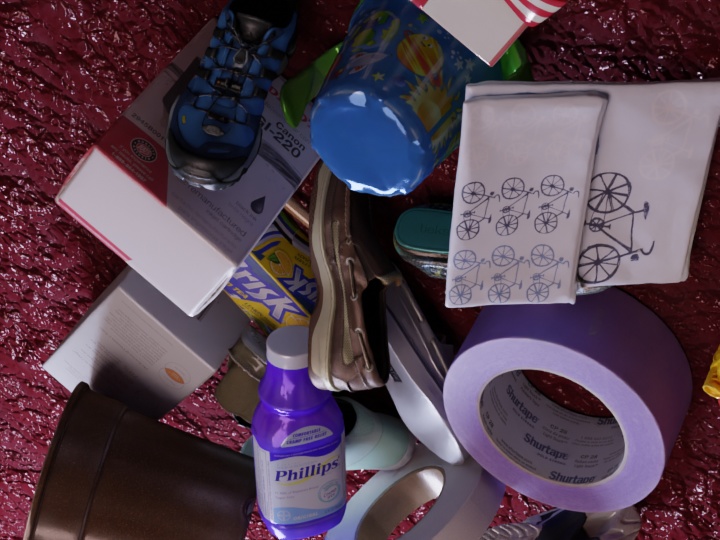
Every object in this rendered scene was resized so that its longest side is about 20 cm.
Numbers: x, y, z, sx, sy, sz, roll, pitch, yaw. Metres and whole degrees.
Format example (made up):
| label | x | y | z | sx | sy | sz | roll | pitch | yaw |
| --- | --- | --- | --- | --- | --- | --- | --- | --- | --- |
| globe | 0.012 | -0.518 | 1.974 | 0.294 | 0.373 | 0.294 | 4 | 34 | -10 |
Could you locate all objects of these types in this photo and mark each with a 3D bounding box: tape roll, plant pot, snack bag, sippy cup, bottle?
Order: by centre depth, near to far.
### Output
| label | x | y | z | sx | sy | sz | roll | pitch | yaw |
| --- | --- | --- | --- | --- | --- | --- | --- | --- | --- |
| snack bag | 0.162 | -0.053 | 1.061 | 0.197 | 0.022 | 0.190 | -2 | 128 | -8 |
| sippy cup | 0.029 | -0.128 | 1.086 | 0.139 | 0.131 | 0.178 | 41 | 138 | -9 |
| tape roll | 0.176 | 0.106 | 1.247 | 0.198 | 0.085 | 0.202 | 19 | 138 | 18 |
| bottle | -0.055 | 0.144 | 1.303 | 0.065 | 0.082 | 0.202 | -125 | 29 | -53 |
| tape roll | 0.046 | 0.231 | 1.363 | 0.202 | 0.203 | 0.037 | -24 | 111 | 45 |
| plant pot | -0.203 | 0.229 | 1.410 | 0.196 | 0.202 | 0.201 | 15 | 138 | -2 |

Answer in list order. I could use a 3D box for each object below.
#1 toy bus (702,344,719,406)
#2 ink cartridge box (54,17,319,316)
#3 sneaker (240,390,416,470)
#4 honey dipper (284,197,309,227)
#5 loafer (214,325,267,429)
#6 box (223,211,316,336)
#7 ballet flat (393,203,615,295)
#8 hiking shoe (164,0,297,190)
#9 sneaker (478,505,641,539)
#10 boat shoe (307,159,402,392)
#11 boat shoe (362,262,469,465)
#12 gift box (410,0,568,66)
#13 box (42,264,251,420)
| label | x | y | z | sx | sy | sz | roll | pitch | yaw |
| --- | --- | --- | --- | --- | --- | --- | --- | --- | --- |
| toy bus | 0.355 | 0.082 | 1.082 | 0.198 | 0.137 | 0.192 | 30 | 152 | 2 |
| ink cartridge box | -0.125 | -0.087 | 1.173 | 0.145 | 0.201 | 0.085 | 40 | 134 | -7 |
| sneaker | -0.058 | 0.158 | 1.430 | 0.198 | 0.075 | 0.118 | -12 | 152 | 30 |
| honey dipper | -0.085 | -0.078 | 1.286 | 0.199 | 0.038 | 0.038 | 39 | 139 | -11 |
| loafer | -0.097 | 0.113 | 1.388 | 0.075 | 0.070 | 0.200 | 41 | 167 | 14 |
| box | -0.067 | 0.016 | 1.337 | 0.200 | 0.064 | 0.070 | 48 | 137 | -14 |
| ballet flat | 0.124 | -0.013 | 1.194 | 0.198 | 0.074 | 0.075 | 14 | 135 | 25 |
| hiking shoe | -0.097 | -0.150 | 1.093 | 0.073 | 0.202 | 0.087 | 15 | 141 | 1 |
| sneaker | 0.156 | 0.273 | 1.360 | 0.080 | 0.198 | 0.130 | 55 | 155 | 17 |
| boat shoe | 0.003 | 0.000 | 1.225 | 0.074 | 0.075 | 0.205 | 4 | 98 | 25 |
| boat shoe | 0.054 | 0.083 | 1.320 | 0.201 | 0.066 | 0.072 | 56 | 153 | -15 |
| gift box | 0.083 | -0.267 | 0.876 | 0.184 | 0.187 | 0.200 | 35 | 140 | -1 |
| box | -0.209 | 0.066 | 1.453 | 0.124 | 0.098 | 0.200 | 41 | 138 | -9 |
